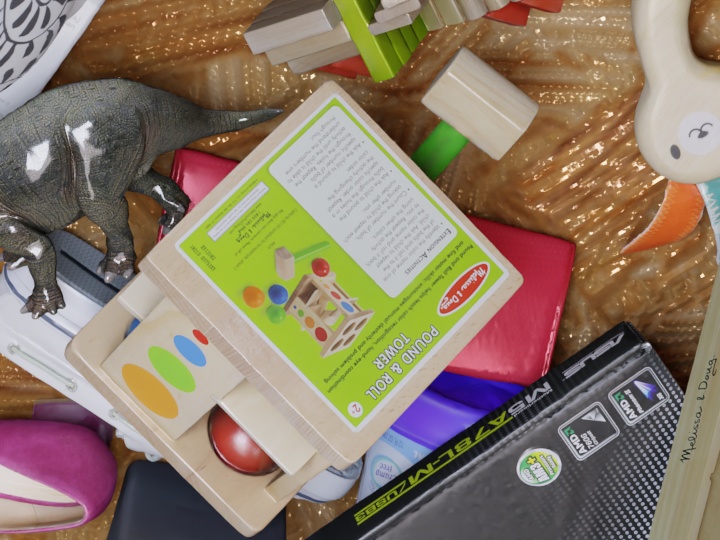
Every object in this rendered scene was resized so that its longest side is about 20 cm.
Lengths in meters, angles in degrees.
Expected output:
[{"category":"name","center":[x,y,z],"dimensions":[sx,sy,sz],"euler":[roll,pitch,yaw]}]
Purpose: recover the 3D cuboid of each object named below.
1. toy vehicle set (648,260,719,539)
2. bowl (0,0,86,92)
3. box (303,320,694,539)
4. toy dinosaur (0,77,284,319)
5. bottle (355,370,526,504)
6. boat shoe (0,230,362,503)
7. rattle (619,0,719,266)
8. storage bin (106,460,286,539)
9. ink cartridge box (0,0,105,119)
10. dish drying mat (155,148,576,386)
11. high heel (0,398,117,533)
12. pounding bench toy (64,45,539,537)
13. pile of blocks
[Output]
[{"category":"toy vehicle set","center":[0.200,0.090,1.388],"dimensions":[0.124,0.200,0.026],"euler":[31,154,-31]},{"category":"bowl","center":[-0.170,-0.151,1.275],"dimensions":[0.094,0.201,0.201],"euler":[2,117,-37]},{"category":"box","center":[0.103,0.156,1.413],"dimensions":[0.193,0.048,0.200],"euler":[-35,108,0]},{"category":"toy dinosaur","center":[-0.133,-0.046,1.356],"dimensions":[0.200,0.077,0.102],"euler":[-15,126,5]},{"category":"bottle","center":[0.034,0.144,1.474],"dimensions":[0.083,0.065,0.200],"euler":[24,115,26]},{"category":"boat shoe","center":[-0.094,0.057,1.450],"dimensions":[0.200,0.074,0.067],"euler":[37,116,-2]},{"category":"rattle","center":[0.181,-0.072,1.356],"dimensions":[0.130,0.143,0.200],"euler":[19,106,-27]},{"category":"storage bin","center":[-0.078,0.182,1.435],"dimensions":[0.145,0.200,0.135],"euler":[12,103,-5]},{"category":"ink cartridge box","center":[-0.237,-0.126,1.383],"dimensions":[0.200,0.044,0.174],"euler":[33,108,-12]},{"category":"dish drying mat","center":[0.000,0.000,1.437],"dimensions":[0.200,0.018,0.077],"euler":[13,90,-4]},{"category":"high heel","center":[-0.216,0.107,1.450],"dimensions":[0.200,0.096,0.067],"euler":[-3,112,1]},{"category":"pounding bench toy","center":[-0.013,-0.001,1.359],"dimensions":[0.124,0.156,0.200],"euler":[45,63,-2]},{"category":"pile of blocks","center":[0.049,-0.128,1.360],"dimensions":[0.200,0.082,0.062],"euler":[-25,111,10]}]
